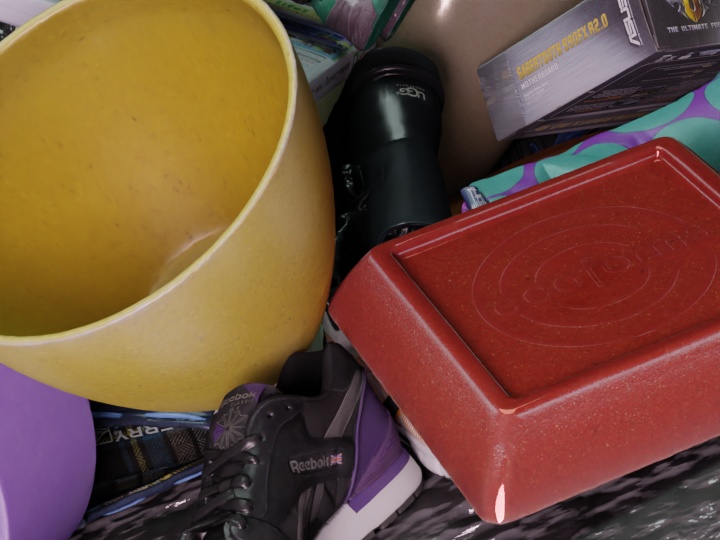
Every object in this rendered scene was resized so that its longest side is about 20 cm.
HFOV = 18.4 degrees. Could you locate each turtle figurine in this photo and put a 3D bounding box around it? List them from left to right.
[{"bbox_3d":[-0.062,-0.196,1.236,0.101,0.199,0.150,-59,-4,34],"label":"turtle figurine"}]

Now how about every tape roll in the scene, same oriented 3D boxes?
[{"bbox_3d":[-0.234,0.083,1.079,0.199,0.201,0.085,-15,16,30],"label":"tape roll"}]

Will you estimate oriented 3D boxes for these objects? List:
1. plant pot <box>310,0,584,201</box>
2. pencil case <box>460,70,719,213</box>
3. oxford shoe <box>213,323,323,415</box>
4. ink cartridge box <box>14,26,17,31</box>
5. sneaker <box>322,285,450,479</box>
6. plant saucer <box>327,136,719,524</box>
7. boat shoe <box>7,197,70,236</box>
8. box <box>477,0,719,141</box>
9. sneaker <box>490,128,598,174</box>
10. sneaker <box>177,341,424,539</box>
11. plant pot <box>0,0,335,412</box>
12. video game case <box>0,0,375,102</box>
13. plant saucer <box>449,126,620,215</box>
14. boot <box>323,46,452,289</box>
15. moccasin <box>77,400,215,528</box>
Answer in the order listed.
[{"bbox_3d":[0.040,-0.132,1.368,0.186,0.201,0.187,20,6,-2],"label":"plant pot"},{"bbox_3d":[0.148,-0.046,1.152,0.199,0.085,0.093,-25,56,-11],"label":"pencil case"},{"bbox_3d":[-0.050,0.003,1.146,0.057,0.201,0.075,4,-33,-8],"label":"oxford shoe"},{"bbox_3d":[-0.137,-0.040,1.260,0.144,0.201,0.084,29,25,31],"label":"ink cartridge box"},{"bbox_3d":[0.035,0.044,1.036,0.073,0.080,0.200,-28,16,-26],"label":"sneaker"},{"bbox_3d":[0.103,0.011,0.968,0.199,0.037,0.200,-21,31,-12],"label":"plant saucer"},{"bbox_3d":[-0.223,0.004,1.136,0.200,0.076,0.061,-32,43,28],"label":"boat shoe"},{"bbox_3d":[0.192,-0.130,1.273,0.199,0.049,0.158,-9,-10,-32],"label":"box"},{"bbox_3d":[0.121,-0.100,1.462,0.199,0.076,0.078,-30,-16,4],"label":"sneaker"},{"bbox_3d":[-0.051,0.099,0.948,0.075,0.088,0.200,-14,17,32],"label":"sneaker"},{"bbox_3d":[-0.090,-0.014,1.018,0.199,0.142,0.201,-14,51,18],"label":"plant pot"},{"bbox_3d":[-0.104,-0.139,1.227,0.199,0.022,0.182,19,19,8],"label":"video game case"},{"bbox_3d":[0.111,-0.035,1.281,0.199,0.038,0.200,-22,14,6],"label":"plant saucer"},{"bbox_3d":[0.000,0.000,1.217,0.076,0.201,0.169,12,42,-13],"label":"boot"},{"bbox_3d":[-0.157,0.097,1.154,0.199,0.081,0.068,-23,18,7],"label":"moccasin"}]
